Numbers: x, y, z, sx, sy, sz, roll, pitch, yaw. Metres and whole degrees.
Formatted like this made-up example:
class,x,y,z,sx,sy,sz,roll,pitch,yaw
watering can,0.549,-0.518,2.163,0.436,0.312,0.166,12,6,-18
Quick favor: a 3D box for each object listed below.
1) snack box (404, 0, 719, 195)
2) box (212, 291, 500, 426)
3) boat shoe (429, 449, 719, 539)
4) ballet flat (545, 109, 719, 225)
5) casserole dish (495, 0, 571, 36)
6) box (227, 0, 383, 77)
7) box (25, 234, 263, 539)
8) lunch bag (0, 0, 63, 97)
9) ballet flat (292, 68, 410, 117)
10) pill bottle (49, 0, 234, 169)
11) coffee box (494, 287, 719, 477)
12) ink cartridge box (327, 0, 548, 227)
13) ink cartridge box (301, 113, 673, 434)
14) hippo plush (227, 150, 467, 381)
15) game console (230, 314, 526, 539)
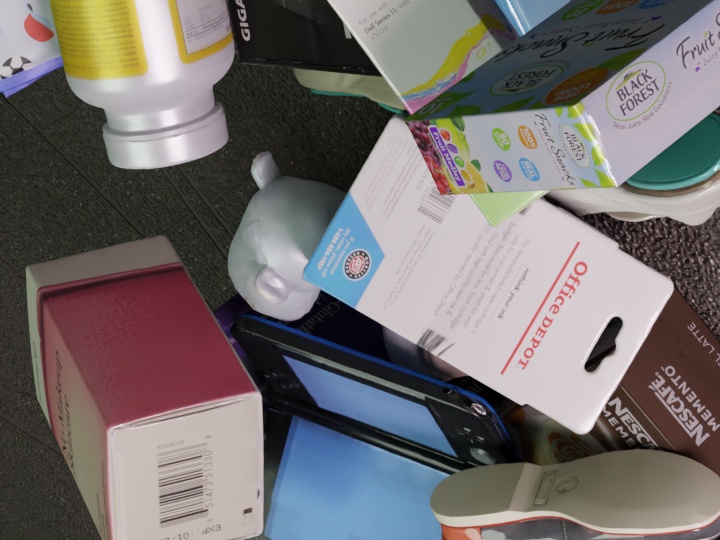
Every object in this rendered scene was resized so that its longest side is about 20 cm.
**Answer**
class,x,y,z,sx,sy,sz,roll,pitch,yaw
snack box,0.140,-0.110,1.161,0.142,0.200,0.053,-2,121,56
box,-0.019,0.097,1.683,0.200,0.148,0.104,39,148,20
boat shoe,0.140,0.157,1.400,0.200,0.071,0.063,-6,123,30
ballet flat,0.174,-0.056,1.329,0.200,0.069,0.069,5,127,58
casserole dish,0.104,-0.170,1.315,0.121,0.039,0.200,-2,121,56
box,-0.030,-0.224,1.390,0.160,0.049,0.200,11,117,47
box,-0.150,0.087,1.550,0.200,0.109,0.128,-126,29,-49
lunch bag,-0.219,-0.235,1.538,0.124,0.200,0.170,5,126,53
ballet flat,0.022,-0.137,1.451,0.200,0.069,0.070,15,135,48
pill bottle,-0.143,-0.172,1.452,0.112,0.112,0.200,14,120,49
coffee box,0.171,0.104,1.486,0.114,0.080,0.200,50,151,1
ink cartridge box,0.046,-0.132,1.273,0.200,0.067,0.117,53,-168,-8
ink cartridge box,0.079,0.002,1.387,0.200,0.116,0.067,31,-175,0
hippo plush,0.000,0.000,1.481,0.200,0.161,0.159,139,123,-64
game console,-0.002,0.137,1.517,0.200,0.118,0.171,18,160,26
